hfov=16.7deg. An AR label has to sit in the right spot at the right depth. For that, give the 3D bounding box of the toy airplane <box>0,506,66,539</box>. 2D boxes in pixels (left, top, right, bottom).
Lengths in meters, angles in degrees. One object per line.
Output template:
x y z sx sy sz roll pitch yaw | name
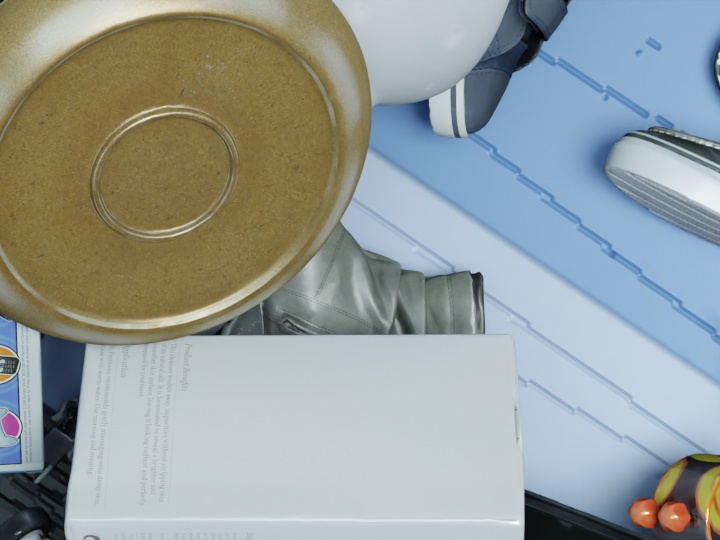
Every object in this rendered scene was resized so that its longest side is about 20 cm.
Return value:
-0.186 0.207 1.177 0.199 0.141 0.200 3 77 14 | toy airplane

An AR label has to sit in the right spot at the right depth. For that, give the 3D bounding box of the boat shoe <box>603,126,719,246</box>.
0.217 -0.038 1.186 0.200 0.072 0.071 20 84 -7 | boat shoe

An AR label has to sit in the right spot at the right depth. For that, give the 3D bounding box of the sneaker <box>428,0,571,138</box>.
0.085 -0.158 1.182 0.079 0.078 0.200 12 90 10 | sneaker

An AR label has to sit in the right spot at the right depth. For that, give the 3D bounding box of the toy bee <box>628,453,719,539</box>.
0.169 0.128 1.166 0.131 0.109 0.200 -30 77 48 | toy bee

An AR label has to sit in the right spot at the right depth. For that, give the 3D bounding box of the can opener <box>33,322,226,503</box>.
-0.088 0.047 1.176 0.067 0.053 0.200 41 123 -10 | can opener

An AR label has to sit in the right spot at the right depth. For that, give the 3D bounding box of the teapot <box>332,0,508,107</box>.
-0.024 -0.172 1.111 0.146 0.200 0.197 3 131 -24 | teapot

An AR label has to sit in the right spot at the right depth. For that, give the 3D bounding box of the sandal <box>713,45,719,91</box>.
0.258 -0.142 1.184 0.200 0.048 0.075 -44 87 5 | sandal

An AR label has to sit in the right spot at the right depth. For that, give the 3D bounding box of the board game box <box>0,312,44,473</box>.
-0.240 0.001 1.083 0.196 0.056 0.200 -2 125 -8 | board game box

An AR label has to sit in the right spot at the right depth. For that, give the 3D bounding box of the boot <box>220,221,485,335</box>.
0.000 0.000 1.205 0.131 0.068 0.200 5 99 -1 | boot

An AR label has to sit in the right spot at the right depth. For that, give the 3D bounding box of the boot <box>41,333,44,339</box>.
-0.173 -0.013 1.148 0.074 0.075 0.200 39 136 16 | boot

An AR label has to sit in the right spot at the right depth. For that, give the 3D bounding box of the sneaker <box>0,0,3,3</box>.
-0.162 -0.060 1.216 0.115 0.076 0.201 -3 121 44 | sneaker

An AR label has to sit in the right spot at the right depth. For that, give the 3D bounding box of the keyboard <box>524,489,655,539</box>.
0.107 0.146 1.164 0.200 0.040 0.104 21 129 32 | keyboard

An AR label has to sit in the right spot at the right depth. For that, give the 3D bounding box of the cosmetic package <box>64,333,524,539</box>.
-0.027 0.092 1.101 0.200 0.081 0.113 2 47 1 | cosmetic package

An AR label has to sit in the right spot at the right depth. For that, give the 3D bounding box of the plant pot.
-0.085 -0.045 1.039 0.200 0.027 0.200 -11 126 -16 | plant pot
